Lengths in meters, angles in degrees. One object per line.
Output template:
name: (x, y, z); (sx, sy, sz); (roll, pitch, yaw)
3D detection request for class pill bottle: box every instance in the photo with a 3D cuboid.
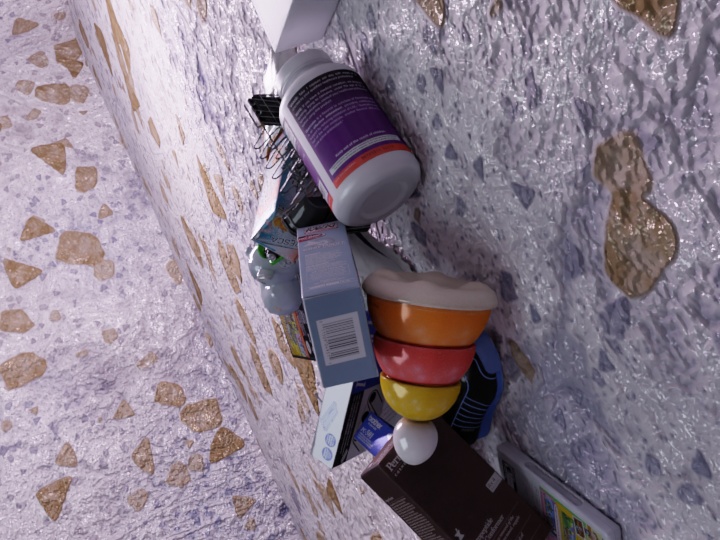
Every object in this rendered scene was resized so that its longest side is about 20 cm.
pill bottle: (-0.022, -0.158, 0.831); (0.202, 0.111, 0.113); (59, 158, 21)

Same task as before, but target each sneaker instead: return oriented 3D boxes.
sneaker: (0.117, 0.152, 0.852); (0.070, 0.077, 0.202); (48, 152, 41)
sneaker: (-0.110, -0.243, 1.041); (0.093, 0.075, 0.201); (65, 153, 26)
sneaker: (0.000, 0.000, 0.954); (0.199, 0.080, 0.077); (40, 145, 22)

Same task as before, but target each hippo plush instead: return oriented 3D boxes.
hippo plush: (-0.080, -0.008, 1.060); (0.159, 0.159, 0.203); (37, 144, 53)

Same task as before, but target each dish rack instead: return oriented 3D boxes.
dish rack: (-0.066, -0.140, 0.914); (0.055, 0.152, 0.202); (-44, 67, 34)

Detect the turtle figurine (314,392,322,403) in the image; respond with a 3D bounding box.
turtle figurine: (0.011, 0.209, 1.125); (0.100, 0.150, 0.202); (-23, 106, 28)

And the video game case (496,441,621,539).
video game case: (0.231, 0.322, 0.824); (0.182, 0.022, 0.203); (32, 139, 58)

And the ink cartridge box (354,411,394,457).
ink cartridge box: (0.089, 0.266, 0.946); (0.199, 0.044, 0.094); (39, 173, -29)

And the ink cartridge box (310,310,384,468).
ink cartridge box: (-0.003, 0.155, 0.960); (0.044, 0.093, 0.203); (23, 109, 32)

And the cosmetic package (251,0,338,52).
cosmetic package: (-0.070, -0.349, 0.815); (0.103, 0.070, 0.200); (65, 160, 6)

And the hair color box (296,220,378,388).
hair color box: (-0.028, 0.027, 0.765); (0.200, 0.060, 0.100); (-107, 5, -67)

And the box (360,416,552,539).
box: (0.108, 0.262, 0.811); (0.200, 0.100, 0.075); (43, 149, 6)

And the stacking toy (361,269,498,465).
stacking toy: (0.063, 0.105, 0.761); (0.146, 0.144, 0.204); (20, 105, 63)

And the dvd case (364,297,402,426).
dvd case: (0.030, 0.146, 1.017); (0.151, 0.025, 0.201); (-49, 67, 32)

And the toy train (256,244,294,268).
toy train: (-0.109, -0.082, 1.009); (0.056, 0.041, 0.202); (40, -146, -36)

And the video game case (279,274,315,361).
video game case: (-0.112, 0.057, 1.247); (0.180, 0.025, 0.203); (-8, 100, 67)

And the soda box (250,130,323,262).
soda box: (-0.090, -0.110, 0.957); (0.064, 0.068, 0.202); (-44, 28, 36)
